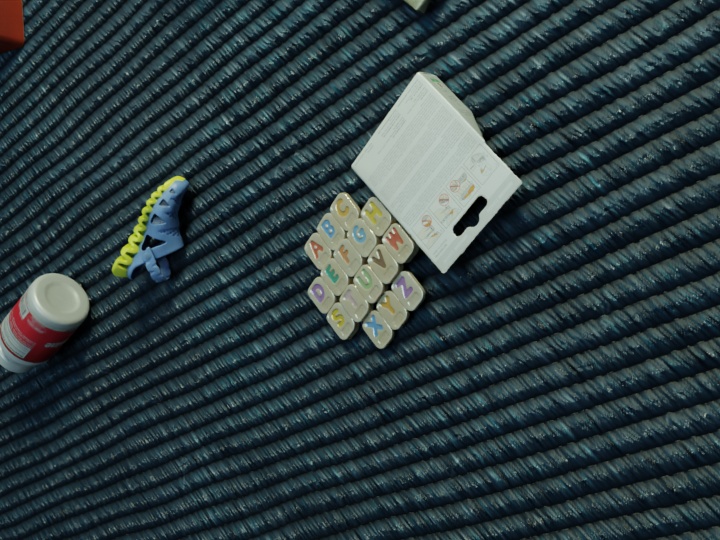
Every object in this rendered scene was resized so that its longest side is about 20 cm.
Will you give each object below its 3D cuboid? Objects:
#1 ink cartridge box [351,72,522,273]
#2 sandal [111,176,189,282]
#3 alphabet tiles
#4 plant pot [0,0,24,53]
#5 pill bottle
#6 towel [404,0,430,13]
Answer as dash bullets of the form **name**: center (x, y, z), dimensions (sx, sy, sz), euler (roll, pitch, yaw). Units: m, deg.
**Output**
- **ink cartridge box**: center (0.098, -0.123, 1.133), dimensions (0.200, 0.050, 0.161), euler (49, 121, 19)
- **sandal**: center (-0.321, -0.060, 1.462), dimensions (0.087, 0.079, 0.200), euler (30, 109, 0)
- **alphabet tiles**: center (0.000, 0.000, 1.223), dimensions (0.196, 0.015, 0.200), euler (53, 129, 23)
- **plant pot**: center (-0.780, -0.524, 1.724), dimensions (0.200, 0.176, 0.200), euler (-1, 92, 39)
- **pill bottle**: center (-0.591, 0.103, 1.656), dimensions (0.200, 0.112, 0.112), euler (-41, 68, 33)
- **towel**: center (0.064, -0.456, 1.148), dimensions (0.193, 0.035, 0.200), euler (43, 116, 25)
